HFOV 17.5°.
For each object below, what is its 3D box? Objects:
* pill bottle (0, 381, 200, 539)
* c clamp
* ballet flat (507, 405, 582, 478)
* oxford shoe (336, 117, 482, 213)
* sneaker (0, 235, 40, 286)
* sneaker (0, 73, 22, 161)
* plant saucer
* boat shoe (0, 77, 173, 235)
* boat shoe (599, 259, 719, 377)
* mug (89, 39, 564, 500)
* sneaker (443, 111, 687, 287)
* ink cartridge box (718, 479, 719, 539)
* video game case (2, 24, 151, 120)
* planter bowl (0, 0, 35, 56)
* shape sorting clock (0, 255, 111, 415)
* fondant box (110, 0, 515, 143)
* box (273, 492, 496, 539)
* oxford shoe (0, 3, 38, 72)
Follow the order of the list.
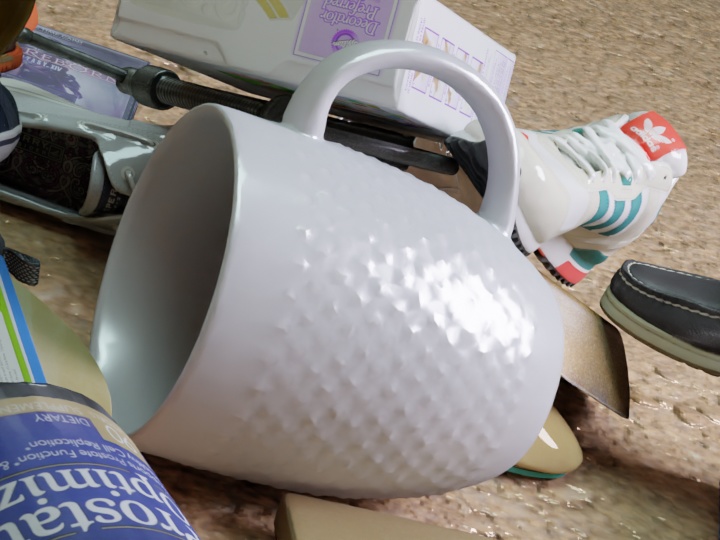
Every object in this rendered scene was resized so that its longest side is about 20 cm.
[{"bbox_3d":[-0.085,0.129,0.720,0.111,0.112,0.200,6,24,-33],"label":"pill bottle"},{"bbox_3d":[-0.054,-0.076,1.160,0.170,0.027,0.200,15,2,-41],"label":"c clamp"},{"bbox_3d":[0.020,0.039,1.112,0.199,0.063,0.069,21,21,-1],"label":"ballet flat"},{"bbox_3d":[0.031,-0.058,1.337,0.073,0.085,0.199,32,22,33],"label":"oxford shoe"},{"bbox_3d":[-0.207,-0.011,1.003,0.139,0.078,0.200,17,21,-7],"label":"sneaker"},{"bbox_3d":[-0.200,-0.092,1.033,0.078,0.080,0.200,22,10,13],"label":"sneaker"},{"bbox_3d":[0.063,0.002,1.177,0.200,0.036,0.200,35,3,-2],"label":"plant saucer"},{"bbox_3d":[-0.125,-0.048,1.183,0.199,0.072,0.069,23,23,4],"label":"boat shoe"},{"bbox_3d":[0.217,0.025,1.120,0.200,0.066,0.072,20,21,12],"label":"boat shoe"},{"bbox_3d":[0.000,0.000,1.001,0.175,0.201,0.148,18,3,-24],"label":"mug"},{"bbox_3d":[0.108,-0.052,1.142,0.070,0.093,0.200,56,8,18],"label":"sneaker"},{"bbox_3d":[0.241,0.121,1.103,0.136,0.077,0.200,21,19,2],"label":"ink cartridge box"},{"bbox_3d":[-0.198,-0.107,1.336,0.142,0.019,0.200,18,21,-6],"label":"video game case"},{"bbox_3d":[-0.258,-0.142,1.090,0.200,0.200,0.084,-2,62,-45],"label":"planter bowl"},{"bbox_3d":[-0.185,0.020,0.858,0.199,0.039,0.200,29,17,-10],"label":"shape sorting clock"},{"bbox_3d":[-0.016,-0.109,1.138,0.144,0.059,0.200,15,2,16],"label":"fondant box"},{"bbox_3d":[0.055,0.159,0.903,0.163,0.021,0.200,14,21,-15],"label":"box"},{"bbox_3d":[-0.219,-0.149,1.272,0.071,0.073,0.200,-3,19,-2],"label":"oxford shoe"}]
